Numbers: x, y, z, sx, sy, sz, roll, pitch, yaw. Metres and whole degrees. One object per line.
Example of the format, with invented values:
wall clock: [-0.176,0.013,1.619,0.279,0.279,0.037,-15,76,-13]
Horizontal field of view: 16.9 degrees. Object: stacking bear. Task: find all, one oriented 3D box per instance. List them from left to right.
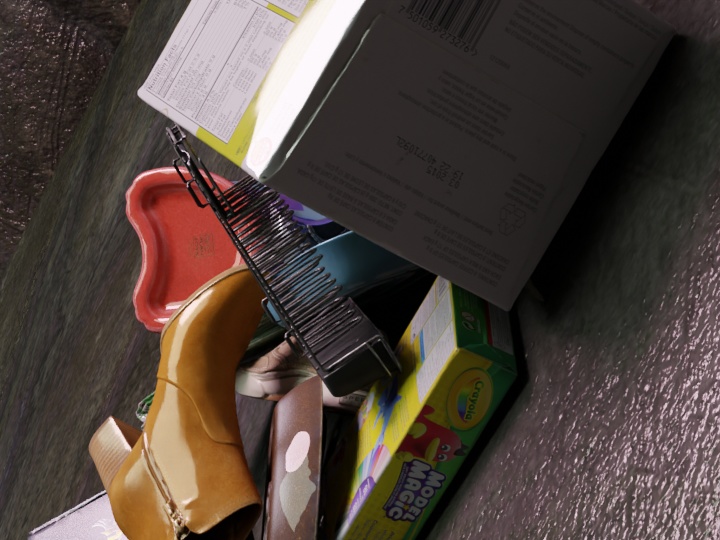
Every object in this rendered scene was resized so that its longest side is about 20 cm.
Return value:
stacking bear: [-0.077,-0.012,1.853,0.113,0.200,0.122,-8,82,26]

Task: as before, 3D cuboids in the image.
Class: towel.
towel: [-0.086,0.063,1.864,0.152,0.023,0.200,-25,-8,-26]

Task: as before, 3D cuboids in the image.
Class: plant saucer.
plant saucer: [-0.048,0.167,1.592,0.200,0.032,0.201,-175,90,-87]

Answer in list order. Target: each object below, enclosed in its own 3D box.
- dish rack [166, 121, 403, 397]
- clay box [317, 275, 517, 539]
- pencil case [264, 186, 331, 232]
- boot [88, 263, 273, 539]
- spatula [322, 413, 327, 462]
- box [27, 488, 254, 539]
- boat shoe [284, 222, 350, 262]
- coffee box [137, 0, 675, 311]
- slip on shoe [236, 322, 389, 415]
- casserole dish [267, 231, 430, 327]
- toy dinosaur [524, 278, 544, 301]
dish rack: [-0.055,-0.014,1.537,0.054,0.200,0.153,-34,12,-3]
clay box: [0.030,0.105,1.526,0.200,0.048,0.115,-61,14,26]
pencil case: [-0.041,-0.116,1.756,0.084,0.085,0.200,-58,30,30]
boot: [-0.098,0.108,1.662,0.201,0.071,0.144,-51,49,14]
spatula: [-0.050,0.189,1.724,0.057,0.021,0.200,-38,30,52]
box: [-0.145,0.235,1.690,0.157,0.051,0.200,-29,46,14]
boat shoe: [-0.002,-0.078,1.802,0.071,0.072,0.200,-15,31,38]
coffee box: [0.023,-0.125,1.468,0.200,0.199,0.198,-60,32,3]
slip on shoe: [-0.032,0.069,1.736,0.200,0.076,0.061,179,102,-70]
casserole dish: [0.000,0.000,1.702,0.200,0.121,0.039,-34,76,64]
toy dinosaur: [0.099,-0.069,1.539,0.101,0.058,0.200,-34,35,61]
